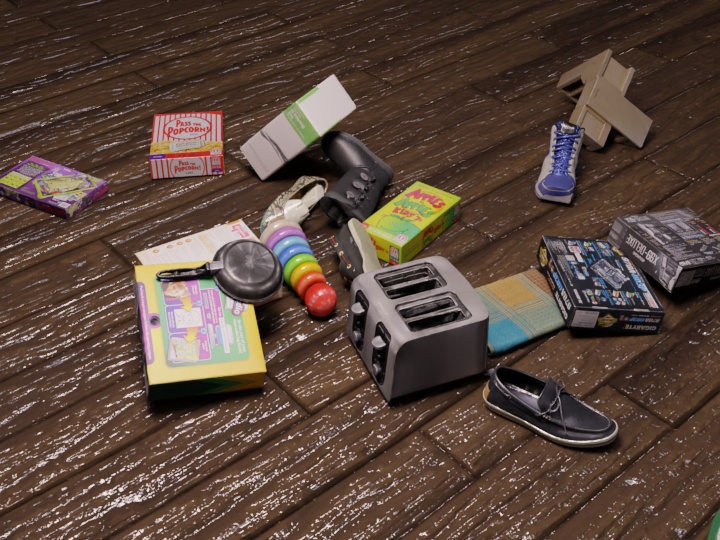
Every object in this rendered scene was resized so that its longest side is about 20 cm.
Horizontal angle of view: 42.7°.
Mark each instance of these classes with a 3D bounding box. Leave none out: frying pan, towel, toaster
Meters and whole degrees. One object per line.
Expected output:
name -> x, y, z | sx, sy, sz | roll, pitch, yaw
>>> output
frying pan -> -0.206, -0.015, 1.404 | 0.187, 0.031, 0.116 | 17, 51, -9
towel -> 0.251, 0.065, 1.507 | 0.197, 0.022, 0.147 | -17, 41, -25
toaster -> 0.094, 0.086, 1.393 | 0.197, 0.120, 0.182 | -13, 39, -18

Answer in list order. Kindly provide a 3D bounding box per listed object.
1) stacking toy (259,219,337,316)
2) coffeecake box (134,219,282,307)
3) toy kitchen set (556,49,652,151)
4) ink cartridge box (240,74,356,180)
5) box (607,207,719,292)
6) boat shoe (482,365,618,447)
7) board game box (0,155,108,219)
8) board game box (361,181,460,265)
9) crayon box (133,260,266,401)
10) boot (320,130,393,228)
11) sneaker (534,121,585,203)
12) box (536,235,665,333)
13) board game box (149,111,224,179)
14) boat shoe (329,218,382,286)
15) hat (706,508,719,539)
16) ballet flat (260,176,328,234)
stacking toy -> -0.098, 0.001, 1.544 | 0.084, 0.086, 0.201 | -16, 43, -22
coffeecake box -> -0.252, 0.008, 1.532 | 0.197, 0.074, 0.154 | -20, 42, -25
toy kitchen set -> 0.518, -0.333, 2.024 | 0.162, 0.180, 0.202 | 32, 72, -16
ink cartridge box -> -0.125, -0.282, 1.826 | 0.199, 0.084, 0.146 | -29, 13, 43
box -> 0.549, -0.040, 1.583 | 0.197, 0.050, 0.158 | -9, 39, -33
boat shoe -> 0.267, 0.190, 1.300 | 0.197, 0.063, 0.075 | 20, 39, 23
board game box -> -0.609, -0.165, 1.806 | 0.197, 0.033, 0.120 | 19, 44, 22
board game box -> 0.090, -0.088, 1.689 | 0.100, 0.048, 0.199 | 23, 42, 29
crayon box -> -0.242, 0.084, 1.376 | 0.169, 0.059, 0.203 | -4, 58, -19
boot -> -0.035, -0.170, 1.754 | 0.163, 0.066, 0.201 | 30, 43, 1
sneaker -> 0.396, -0.227, 1.824 | 0.079, 0.117, 0.200 | 9, 37, 14
box -> 0.393, 0.020, 1.527 | 0.156, 0.047, 0.201 | 4, 36, -11
board game box -> -0.360, -0.265, 1.927 | 0.148, 0.047, 0.201 | -5, 36, -7
boat shoe -> 0.002, 0.001, 1.560 | 0.063, 0.073, 0.203 | -37, 48, 16
hat -> 0.542, 0.354, 1.118 | 0.199, 0.176, 0.167 | -38, 39, 11
ballet flat -> -0.115, -0.123, 1.711 | 0.074, 0.069, 0.201 | -8, 27, 30
